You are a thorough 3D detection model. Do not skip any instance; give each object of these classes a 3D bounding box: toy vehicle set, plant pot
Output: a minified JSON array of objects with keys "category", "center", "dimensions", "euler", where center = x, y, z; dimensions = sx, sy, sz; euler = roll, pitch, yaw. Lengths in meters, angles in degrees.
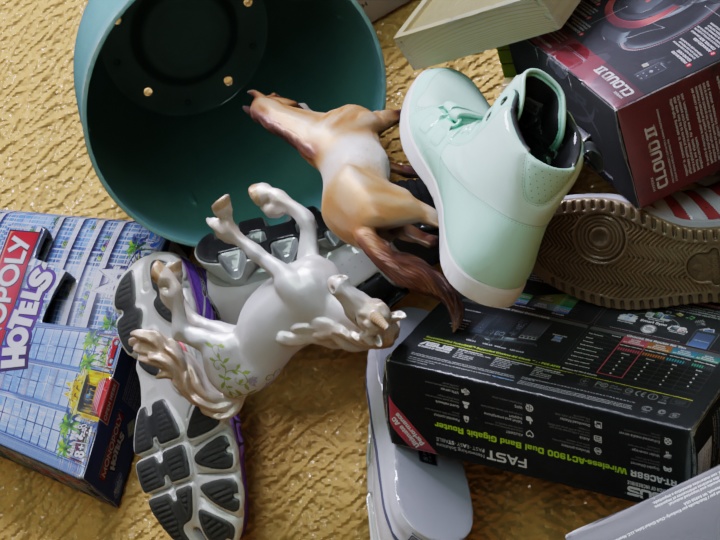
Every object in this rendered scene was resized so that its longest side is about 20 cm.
[{"category":"toy vehicle set","center":[0.116,-0.208,1.462],"dimensions":[0.124,0.027,0.200],"euler":[-11,34,46]},{"category":"plant pot","center":[-0.102,-0.136,1.547],"dimensions":[0.200,0.201,0.161],"euler":[-38,29,0]}]

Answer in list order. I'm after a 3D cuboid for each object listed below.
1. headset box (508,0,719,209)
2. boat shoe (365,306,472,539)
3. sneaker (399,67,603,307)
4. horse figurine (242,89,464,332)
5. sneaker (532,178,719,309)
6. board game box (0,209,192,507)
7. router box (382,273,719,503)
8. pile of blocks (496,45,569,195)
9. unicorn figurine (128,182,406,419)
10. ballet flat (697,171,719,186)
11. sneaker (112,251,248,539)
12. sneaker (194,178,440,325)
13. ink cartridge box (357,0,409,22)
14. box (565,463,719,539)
[{"category":"headset box","center":[0.193,-0.127,1.405],"dimensions":[0.199,0.075,0.149],"euler":[-26,34,-12]},{"category":"boat shoe","center":[0.029,0.111,1.445],"dimensions":[0.201,0.071,0.070],"euler":[-95,29,-45]},{"category":"sneaker","center":[0.085,-0.084,1.366],"dimensions":[0.118,0.073,0.201],"euler":[-61,27,33]},{"category":"horse figurine","center":[0.014,-0.050,1.421],"dimensions":[0.050,0.132,0.200],"euler":[-64,30,34]},{"category":"sneaker","center":[0.199,-0.030,1.415],"dimensions":[0.199,0.072,0.113],"euler":[4,26,13]},{"category":"board game box","center":[-0.235,0.047,1.585],"dimensions":[0.199,0.062,0.201],"euler":[5,68,23]},{"category":"router box","center":[0.133,0.062,1.390],"dimensions":[0.199,0.062,0.150],"euler":[12,33,26]},{"category":"pile of blocks","center":[0.102,-0.111,1.518],"dimensions":[0.062,0.082,0.201],"euler":[-4,65,19]},{"category":"unicorn figurine","center":[-0.051,0.020,1.404],"dimensions":[0.138,0.074,0.200],"euler":[52,135,10]},{"category":"ballet flat","center":[0.239,-0.091,1.467],"dimensions":[0.199,0.068,0.068],"euler":[-18,67,14]},{"category":"sneaker","center":[-0.097,0.084,1.509],"dimensions":[0.080,0.083,0.201],"euler":[-19,74,34]},{"category":"sneaker","center":[0.000,0.000,1.503],"dimensions":[0.199,0.089,0.074],"euler":[-12,26,4]},{"category":"ink cartridge box","center":[-0.001,-0.289,1.644],"dimensions":[0.144,0.085,0.200],"euler":[-31,59,4]},{"category":"box","center":[0.217,0.227,1.269],"dimensions":[0.124,0.149,0.201],"euler":[-25,59,7]}]
